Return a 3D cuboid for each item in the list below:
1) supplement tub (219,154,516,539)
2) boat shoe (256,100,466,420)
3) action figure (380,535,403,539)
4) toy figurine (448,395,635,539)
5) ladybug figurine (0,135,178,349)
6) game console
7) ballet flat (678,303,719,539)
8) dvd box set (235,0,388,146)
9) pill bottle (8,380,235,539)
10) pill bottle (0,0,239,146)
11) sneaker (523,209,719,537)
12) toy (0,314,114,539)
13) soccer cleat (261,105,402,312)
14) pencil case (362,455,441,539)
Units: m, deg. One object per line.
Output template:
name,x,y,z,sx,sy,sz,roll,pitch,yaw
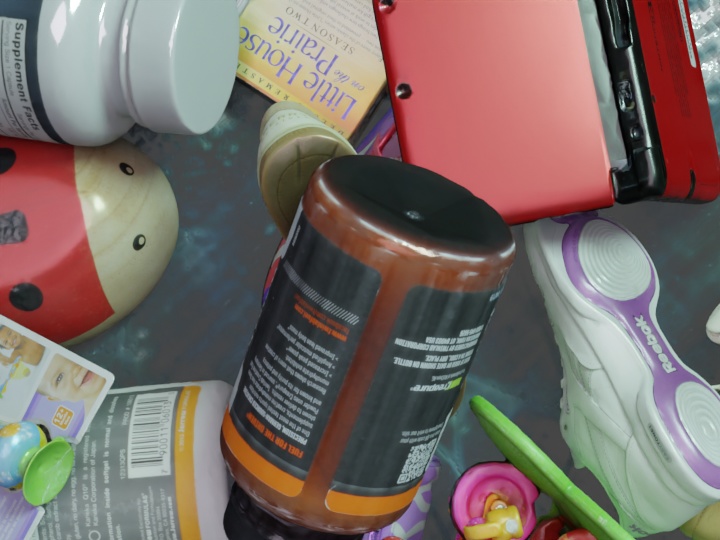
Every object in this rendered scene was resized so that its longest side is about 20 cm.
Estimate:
supplement tub,-0.006,0.053,0.836,0.106,0.107,0.201,25,113,8
boat shoe,0.000,0.000,0.909,0.072,0.065,0.201,-27,120,2
action figure,0.012,0.227,0.819,0.065,0.052,0.201,-9,69,30
toy figurine,0.067,0.198,0.878,0.184,0.150,0.200,-45,95,-4
ladybug figurine,-0.204,-0.017,0.978,0.199,0.072,0.137,-16,85,5
game console,0.101,-0.125,0.927,0.118,0.172,0.201,-13,84,29
ballet flat,0.211,0.055,0.931,0.063,0.069,0.201,9,86,21
dvd box set,-0.012,-0.190,0.989,0.146,0.029,0.201,32,89,8
pill bottle,-0.161,0.126,0.941,0.198,0.116,0.117,-6,85,7
pill bottle,-0.174,-0.131,0.941,0.199,0.120,0.120,9,87,17
sneaker,0.128,0.051,0.933,0.074,0.100,0.201,-3,58,-35
toy,-0.236,0.063,0.892,0.199,0.047,0.116,24,83,24
soccer cleat,0.011,-0.042,0.955,0.068,0.073,0.200,40,91,8
pencil case,-0.009,0.182,0.935,0.083,0.085,0.201,11,90,-27
